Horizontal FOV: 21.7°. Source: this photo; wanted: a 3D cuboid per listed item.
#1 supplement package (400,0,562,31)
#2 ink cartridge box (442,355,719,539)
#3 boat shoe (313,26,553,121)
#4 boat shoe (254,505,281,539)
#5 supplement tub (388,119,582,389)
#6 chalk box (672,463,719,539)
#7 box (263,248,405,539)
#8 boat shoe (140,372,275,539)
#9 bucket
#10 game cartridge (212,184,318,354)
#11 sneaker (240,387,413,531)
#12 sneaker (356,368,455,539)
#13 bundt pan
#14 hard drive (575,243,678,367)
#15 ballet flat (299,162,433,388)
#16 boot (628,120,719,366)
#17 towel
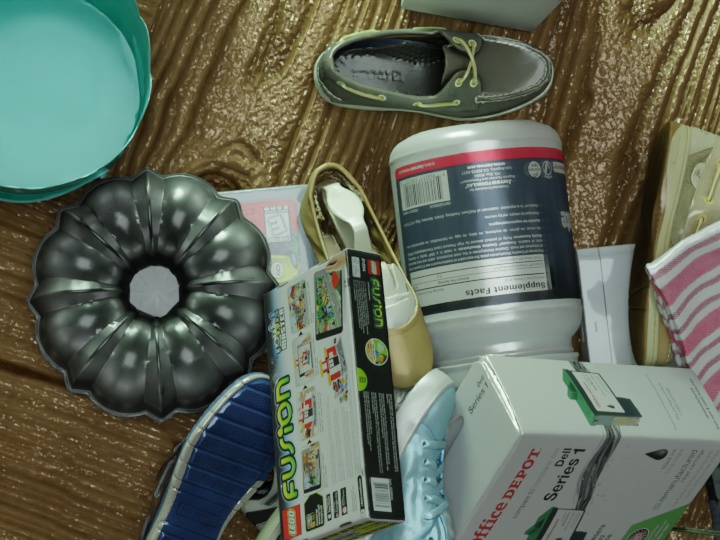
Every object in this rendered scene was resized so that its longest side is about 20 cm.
[{"bbox_3d":[0.108,-0.276,1.483,0.119,0.200,0.122,8,83,-6],"label":"supplement package"},{"bbox_3d":[0.158,0.146,1.436,0.199,0.146,0.085,4,41,-29],"label":"ink cartridge box"},{"bbox_3d":[0.064,-0.163,1.538,0.200,0.060,0.073,-1,84,-6],"label":"boat shoe"},{"bbox_3d":[-0.070,0.252,1.452,0.067,0.072,0.201,25,110,-1],"label":"boat shoe"},{"bbox_3d":[0.100,-0.010,1.486,0.139,0.140,0.201,-6,85,-7],"label":"supplement tub"},{"bbox_3d":[0.351,0.204,1.501,0.199,0.125,0.125,-9,85,-6],"label":"chalk box"},{"bbox_3d":[-0.021,0.096,1.375,0.035,0.110,0.201,10,66,-36],"label":"box"},{"bbox_3d":[-0.126,0.162,1.463,0.072,0.072,0.201,28,95,-23],"label":"boat shoe"},{"bbox_3d":[-0.258,-0.151,1.464,0.206,0.135,0.208,1,83,-6],"label":"bucket"},{"bbox_3d":[-0.095,0.002,1.518,0.199,0.041,0.134,-6,89,-7],"label":"game cartridge"},{"bbox_3d":[-0.028,0.133,1.464,0.087,0.076,0.200,35,107,7],"label":"sneaker"},{"bbox_3d":[0.043,0.175,1.391,0.082,0.074,0.201,23,98,13],"label":"sneaker"},{"bbox_3d":[-0.160,0.017,1.454,0.201,0.076,0.203,1,85,-6],"label":"bundt pan"},{"bbox_3d":[0.281,0.039,1.558,0.199,0.027,0.133,-5,85,-7],"label":"hard drive"},{"bbox_3d":[0.000,0.000,1.435,0.068,0.063,0.200,-17,55,-17],"label":"ballet flat"},{"bbox_3d":[0.301,-0.010,1.519,0.155,0.073,0.201,11,80,-6],"label":"boot"},{"bbox_3d":[0.315,0.039,1.485,0.146,0.030,0.201,-31,122,-8],"label":"towel"}]
